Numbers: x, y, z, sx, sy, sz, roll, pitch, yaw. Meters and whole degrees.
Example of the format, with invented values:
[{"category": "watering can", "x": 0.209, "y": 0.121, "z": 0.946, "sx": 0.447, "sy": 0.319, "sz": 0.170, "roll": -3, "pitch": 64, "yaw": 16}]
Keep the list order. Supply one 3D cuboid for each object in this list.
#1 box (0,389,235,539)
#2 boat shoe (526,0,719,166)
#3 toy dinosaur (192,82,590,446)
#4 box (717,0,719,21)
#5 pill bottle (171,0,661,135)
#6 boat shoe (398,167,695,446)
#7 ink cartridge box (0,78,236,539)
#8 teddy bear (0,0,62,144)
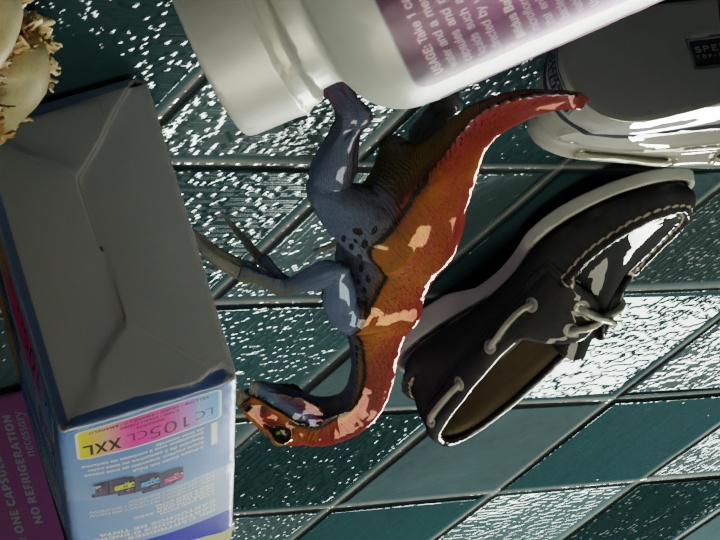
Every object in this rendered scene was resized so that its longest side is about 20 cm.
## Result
[{"category": "box", "x": -0.172, "y": 0.138, "z": 1.471, "sx": 0.199, "sy": 0.097, "sz": 0.176, "roll": -16, "pitch": 158, "yaw": -12}, {"category": "boat shoe", "x": 0.166, "y": -0.078, "z": 1.300, "sx": 0.199, "sy": 0.072, "sz": 0.066, "roll": -10, "pitch": 160, "yaw": -22}, {"category": "toy dinosaur", "x": 0.000, "y": 0.000, "z": 1.221, "sx": 0.105, "sy": 0.200, "sz": 0.183, "roll": -19, "pitch": 116, "yaw": -29}, {"category": "box", "x": 0.180, "y": -0.112, "z": 1.054, "sx": 0.100, "sy": 0.201, "sz": 0.075, "roll": -32, "pitch": 126, "yaw": 26}, {"category": "pill bottle", "x": 0.035, "y": -0.123, "z": 1.024, "sx": 0.199, "sy": 0.113, "sz": 0.112, "roll": -23, "pitch": 158, "yaw": 6}, {"category": "boat shoe", "x": 0.093, "y": 0.018, "z": 1.469, "sx": 0.200, "sy": 0.061, "sz": 0.074, "roll": -36, "pitch": 153, "yaw": 33}, {"category": "ink cartridge box", "x": -0.102, "y": 0.033, "z": 1.233, "sx": 0.076, "sy": 0.137, "sz": 0.200, "roll": -15, "pitch": 157, "yaw": -8}, {"category": "teddy bear", "x": -0.199, "y": -0.053, "z": 1.066, "sx": 0.199, "sy": 0.067, "sz": 0.145, "roll": -32, "pitch": 165, "yaw": 11}]
